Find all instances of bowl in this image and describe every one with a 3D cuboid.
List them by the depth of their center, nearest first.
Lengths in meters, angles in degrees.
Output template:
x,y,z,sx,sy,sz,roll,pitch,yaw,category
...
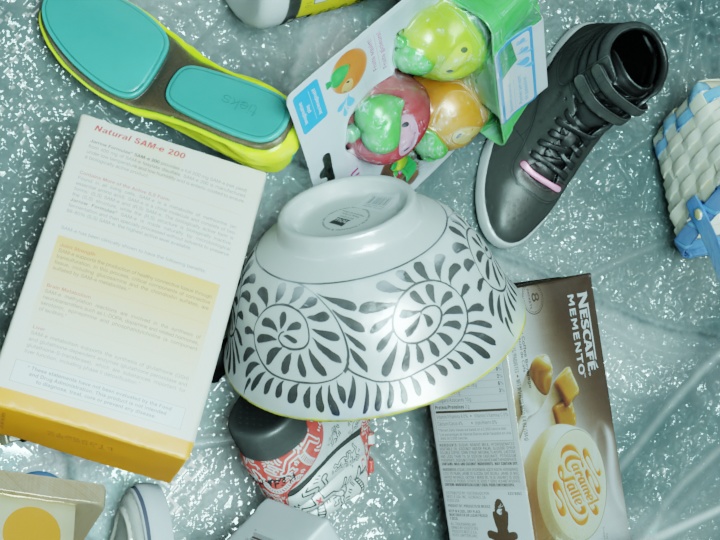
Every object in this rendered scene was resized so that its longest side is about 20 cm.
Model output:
x,y,z,sx,sy,sz,roll,pitch,yaw,category
0.000,0.000,0.837,0.200,0.201,0.094,-24,121,-20,bowl

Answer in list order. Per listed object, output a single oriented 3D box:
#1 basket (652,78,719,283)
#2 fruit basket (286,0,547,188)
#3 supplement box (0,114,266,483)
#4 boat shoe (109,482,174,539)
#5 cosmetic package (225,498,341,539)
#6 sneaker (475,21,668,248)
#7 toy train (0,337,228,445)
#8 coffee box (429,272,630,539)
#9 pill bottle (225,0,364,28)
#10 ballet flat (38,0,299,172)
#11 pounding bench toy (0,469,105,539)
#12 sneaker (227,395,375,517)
x,y,z,sx,sy,sz,roll,pitch,yaw,category
0.329,-0.052,1.004,0.176,0.139,0.200,-9,60,-21,basket
0.044,-0.117,0.903,0.094,0.185,0.200,33,68,27,fruit basket
-0.147,0.017,0.833,0.126,0.074,0.200,18,66,-10,supplement box
-0.161,0.238,0.853,0.070,0.071,0.201,3,92,-23,boat shoe
-0.031,0.260,0.861,0.101,0.071,0.200,-41,118,-29,cosmetic package
0.156,-0.108,0.975,0.071,0.099,0.200,34,77,-18,sneaker
-0.151,0.076,0.875,0.200,0.046,0.034,-16,93,-21,toy train
0.117,0.109,0.939,0.114,0.080,0.201,-8,89,-46,coffee box
0.000,-0.245,0.916,0.200,0.112,0.113,-20,94,-20,pill bottle
-0.127,-0.121,0.878,0.200,0.067,0.067,29,75,12,ballet flat
-0.244,0.218,0.799,0.124,0.200,0.156,13,51,-22,pounding bench toy
-0.012,0.084,0.924,0.201,0.067,0.108,-52,136,-37,sneaker
